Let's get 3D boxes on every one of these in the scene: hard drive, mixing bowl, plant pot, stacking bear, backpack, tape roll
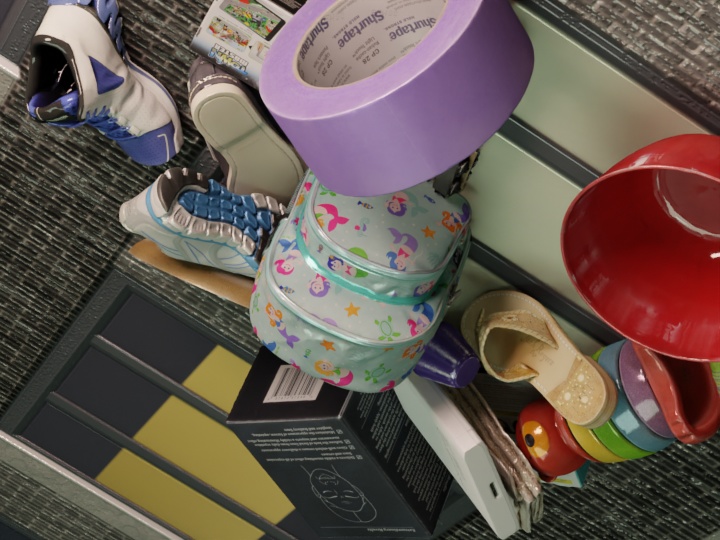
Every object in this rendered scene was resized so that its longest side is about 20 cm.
[{"bbox_3d":[0.078,0.147,1.806,0.200,0.027,0.132,51,169,48],"label":"hard drive"},{"bbox_3d":[0.272,-0.034,1.545,0.199,0.109,0.201,17,136,18],"label":"mixing bowl"},{"bbox_3d":[-0.126,0.009,1.840,0.199,0.028,0.200,24,-178,-1],"label":"plant pot"},{"bbox_3d":[0.226,0.129,1.757,0.200,0.113,0.122,-30,79,36],"label":"stacking bear"},{"bbox_3d":[0.000,0.000,1.682,0.177,0.201,0.151,26,141,1],"label":"backpack"},{"bbox_3d":[0.027,-0.156,1.471,0.199,0.201,0.085,-6,134,36],"label":"tape roll"}]

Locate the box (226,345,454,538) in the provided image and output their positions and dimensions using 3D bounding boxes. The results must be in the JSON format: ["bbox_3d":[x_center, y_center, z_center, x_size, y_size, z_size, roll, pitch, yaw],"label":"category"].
[{"bbox_3d":[-0.014,0.174,1.958,0.148,0.107,0.200,-5,134,35],"label":"box"}]

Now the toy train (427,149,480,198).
[{"bbox_3d":[0.096,-0.130,1.597,0.034,0.046,0.200,33,143,9],"label":"toy train"}]

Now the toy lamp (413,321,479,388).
[{"bbox_3d":[0.030,0.046,1.783,0.200,0.058,0.058,36,154,36],"label":"toy lamp"}]

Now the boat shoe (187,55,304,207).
[{"bbox_3d":[-0.104,-0.120,1.730,0.072,0.063,0.200,-24,144,5],"label":"boat shoe"}]

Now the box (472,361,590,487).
[{"bbox_3d":[0.163,0.131,1.879,0.082,0.049,0.201,3,139,27],"label":"box"}]

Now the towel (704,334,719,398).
[{"bbox_3d":[0.368,0.093,1.653,0.023,0.143,0.200,46,167,45],"label":"towel"}]

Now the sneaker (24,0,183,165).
[{"bbox_3d":[-0.243,-0.155,1.707,0.080,0.116,0.200,2,138,30],"label":"sneaker"}]

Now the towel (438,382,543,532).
[{"bbox_3d":[0.111,0.156,1.846,0.200,0.034,0.133,55,171,22],"label":"towel"}]

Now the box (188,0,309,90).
[{"bbox_3d":[-0.038,-0.178,1.624,0.199,0.035,0.110,31,144,-7],"label":"box"}]

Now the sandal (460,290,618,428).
[{"bbox_3d":[0.142,0.068,1.721,0.069,0.078,0.212,22,-169,-43],"label":"sandal"}]

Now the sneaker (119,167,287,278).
[{"bbox_3d":[-0.135,-0.035,1.737,0.086,0.075,0.200,-18,148,39],"label":"sneaker"}]
